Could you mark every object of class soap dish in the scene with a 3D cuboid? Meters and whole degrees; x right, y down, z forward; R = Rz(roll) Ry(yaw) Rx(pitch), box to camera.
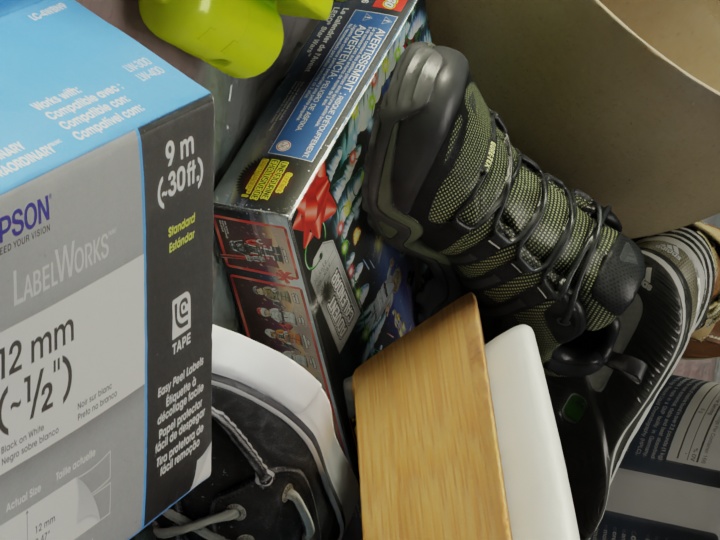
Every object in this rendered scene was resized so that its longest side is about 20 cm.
[{"bbox_3d":[0.045,0.127,0.909,0.200,0.081,0.158,-93,173,-61],"label":"soap dish"}]

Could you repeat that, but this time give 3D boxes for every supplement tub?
[{"bbox_3d":[0.156,0.124,1.201,0.140,0.199,0.141,10,90,-67],"label":"supplement tub"}]

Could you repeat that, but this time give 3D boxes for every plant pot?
[{"bbox_3d":[0.102,-0.089,1.063,0.135,0.200,0.200,-50,173,30],"label":"plant pot"}]

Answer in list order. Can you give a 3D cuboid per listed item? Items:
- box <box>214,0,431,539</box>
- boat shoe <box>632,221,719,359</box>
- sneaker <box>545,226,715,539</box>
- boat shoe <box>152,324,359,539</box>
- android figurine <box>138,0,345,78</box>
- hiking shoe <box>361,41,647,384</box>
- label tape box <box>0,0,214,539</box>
[{"bbox_3d":[0.000,0.000,1.007,0.201,0.040,0.137,76,33,-44],"label":"box"},{"bbox_3d":[0.155,0.005,1.231,0.199,0.074,0.076,15,89,-36],"label":"boat shoe"},{"bbox_3d":[0.109,0.066,1.117,0.115,0.076,0.201,-27,151,-59],"label":"sneaker"},{"bbox_3d":[-0.050,0.078,0.891,0.200,0.071,0.068,69,36,-63],"label":"boat shoe"},{"bbox_3d":[-0.036,-0.164,0.852,0.200,0.041,0.183,19,82,-68],"label":"android figurine"},{"bbox_3d":[0.065,-0.022,0.970,0.200,0.100,0.076,65,39,-56],"label":"hiking shoe"},{"bbox_3d":[-0.102,-0.008,0.729,0.143,0.066,0.201,-34,132,-60],"label":"label tape box"}]
